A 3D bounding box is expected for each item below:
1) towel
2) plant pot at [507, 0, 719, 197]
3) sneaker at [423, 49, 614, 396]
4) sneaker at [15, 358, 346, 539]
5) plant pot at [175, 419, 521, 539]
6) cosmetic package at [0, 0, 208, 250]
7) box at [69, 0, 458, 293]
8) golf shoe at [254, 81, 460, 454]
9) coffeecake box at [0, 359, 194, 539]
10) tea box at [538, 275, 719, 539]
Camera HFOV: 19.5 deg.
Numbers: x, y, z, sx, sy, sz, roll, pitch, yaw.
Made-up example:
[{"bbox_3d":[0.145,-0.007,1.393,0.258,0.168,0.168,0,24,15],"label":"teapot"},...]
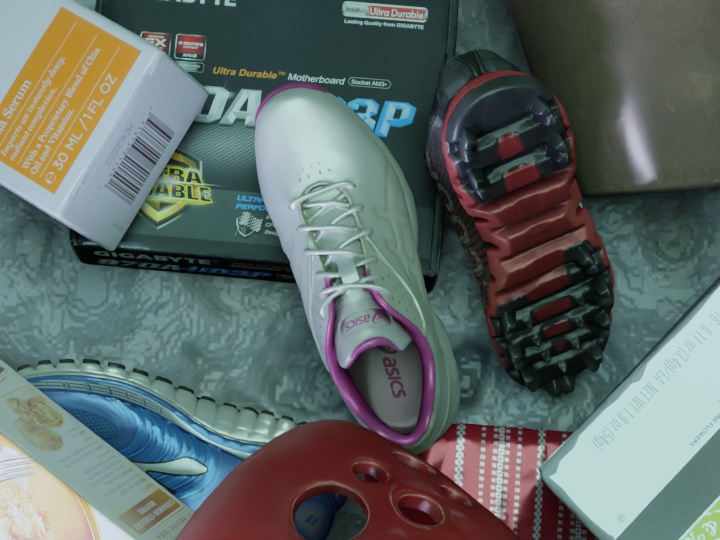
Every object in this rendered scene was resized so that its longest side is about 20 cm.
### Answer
[{"bbox_3d":[0.118,0.157,1.097,0.198,0.023,0.146,5,76,-1],"label":"towel"},{"bbox_3d":[0.158,-0.130,1.100,0.198,0.200,0.176,-5,92,-3],"label":"plant pot"},{"bbox_3d":[0.081,-0.029,1.086,0.070,0.202,0.098,-21,34,-4],"label":"sneaker"},{"bbox_3d":[-0.106,0.105,1.075,0.198,0.079,0.090,16,73,2],"label":"sneaker"},{"bbox_3d":[0.014,0.196,0.961,0.182,0.201,0.201,30,75,31],"label":"plant pot"},{"bbox_3d":[-0.191,-0.105,1.097,0.199,0.071,0.102,29,86,23],"label":"cosmetic package"},{"bbox_3d":[-0.050,-0.076,1.139,0.198,0.046,0.160,5,77,0],"label":"box"},{"bbox_3d":[0.000,0.000,1.055,0.075,0.092,0.201,-23,95,5],"label":"golf shoe"},{"bbox_3d":[-0.181,0.147,1.034,0.199,0.073,0.154,36,106,7],"label":"coffeecake box"},{"bbox_3d":[0.222,0.096,1.021,0.197,0.134,0.200,43,89,8],"label":"tea box"}]
